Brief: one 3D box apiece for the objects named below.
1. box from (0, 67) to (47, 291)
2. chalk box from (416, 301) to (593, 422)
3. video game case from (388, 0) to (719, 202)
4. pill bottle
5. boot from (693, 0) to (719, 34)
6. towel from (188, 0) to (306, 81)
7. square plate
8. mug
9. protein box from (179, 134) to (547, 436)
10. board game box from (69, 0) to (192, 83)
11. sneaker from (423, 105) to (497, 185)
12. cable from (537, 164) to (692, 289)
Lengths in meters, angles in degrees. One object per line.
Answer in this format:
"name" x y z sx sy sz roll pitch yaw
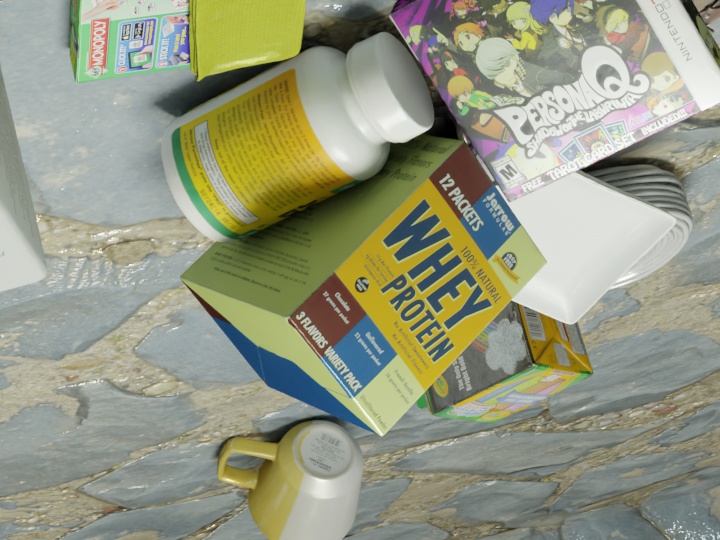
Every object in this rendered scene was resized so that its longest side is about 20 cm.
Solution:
"box" -0.331 -0.083 1.117 0.199 0.200 0.171 -15 157 -1
"chalk box" 0.143 0.098 1.998 0.200 0.125 0.124 -29 155 35
"video game case" 0.152 -0.167 1.297 0.200 0.181 0.036 -25 -160 25
"pill bottle" -0.048 -0.108 1.363 0.200 0.113 0.113 -25 157 23
"boot" 0.212 -0.197 1.374 0.200 0.070 0.146 -29 155 31
"towel" -0.075 -0.191 1.192 0.086 0.018 0.200 -11 159 -10
"square plate" 0.172 -0.041 1.679 0.198 0.028 0.200 23 139 -14
"mug" -0.079 0.278 2.285 0.186 0.149 0.153 -13 152 -22
"protein box" 0.000 0.000 1.410 0.200 0.135 0.199 -45 -152 -16
"board game box" -0.131 -0.199 1.195 0.134 0.029 0.200 -9 158 -15
"sneaker" 0.063 -0.087 1.551 0.200 0.075 0.115 -36 150 33
"cable" 0.243 -0.039 1.792 0.200 0.069 0.200 1 154 -35
